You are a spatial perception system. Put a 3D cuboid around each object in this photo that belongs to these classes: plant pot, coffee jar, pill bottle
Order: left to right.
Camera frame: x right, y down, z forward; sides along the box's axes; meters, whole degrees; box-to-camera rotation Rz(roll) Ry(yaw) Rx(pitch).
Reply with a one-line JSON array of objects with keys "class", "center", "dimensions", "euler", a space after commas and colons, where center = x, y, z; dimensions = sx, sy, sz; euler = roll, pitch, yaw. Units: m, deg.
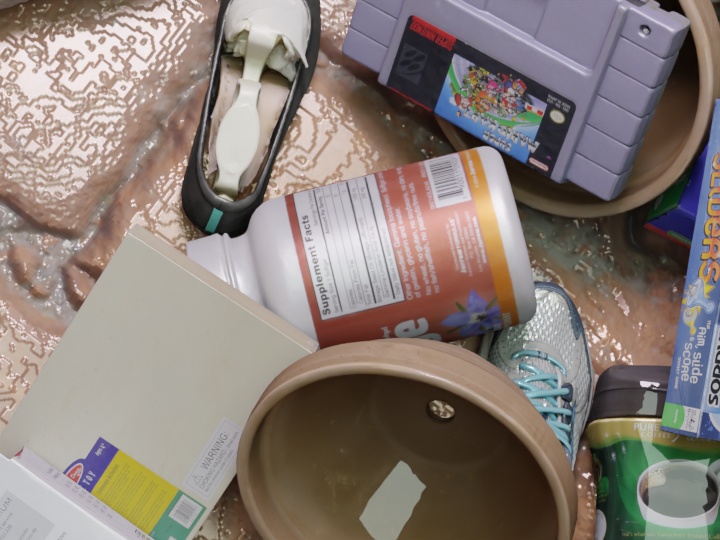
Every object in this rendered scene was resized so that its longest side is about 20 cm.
[{"class": "pill bottle", "center": [0.000, 0.000, 1.689], "dimensions": [0.199, 0.112, 0.112], "euler": [-14, 82, 1]}, {"class": "plant pot", "center": [0.035, 0.107, 1.620], "dimensions": [0.201, 0.201, 0.093], "euler": [28, 40, -3]}, {"class": "plant pot", "center": [0.143, -0.143, 1.725], "dimensions": [0.201, 0.201, 0.093], "euler": [50, 38, 3]}, {"class": "coffee jar", "center": [0.189, 0.158, 1.709], "dimensions": [0.104, 0.085, 0.201], "euler": [4, 79, -3]}]

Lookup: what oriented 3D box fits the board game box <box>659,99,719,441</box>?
[{"class": "board game box", "center": [0.254, 0.007, 1.670], "dimensions": [0.135, 0.034, 0.201], "euler": [9, 90, -38]}]

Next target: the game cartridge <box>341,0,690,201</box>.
[{"class": "game cartridge", "center": [0.089, -0.139, 1.674], "dimensions": [0.200, 0.038, 0.130], "euler": [30, 119, 18]}]

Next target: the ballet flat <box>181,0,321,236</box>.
[{"class": "ballet flat", "center": [-0.063, -0.118, 1.730], "dimensions": [0.068, 0.068, 0.201], "euler": [12, 77, -5]}]

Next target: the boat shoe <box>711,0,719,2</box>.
[{"class": "boat shoe", "center": [0.237, -0.200, 1.739], "dimensions": [0.071, 0.200, 0.070], "euler": [24, 82, -39]}]

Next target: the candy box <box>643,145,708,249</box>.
[{"class": "candy box", "center": [0.301, -0.084, 1.777], "dimensions": [0.169, 0.077, 0.200], "euler": [26, 76, -5]}]

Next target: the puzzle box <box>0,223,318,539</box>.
[{"class": "puzzle box", "center": [-0.132, 0.089, 1.654], "dimensions": [0.133, 0.025, 0.200], "euler": [34, 107, -2]}]

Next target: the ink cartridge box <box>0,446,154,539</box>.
[{"class": "ink cartridge box", "center": [-0.222, 0.209, 1.615], "dimensions": [0.175, 0.084, 0.200], "euler": [36, 89, -2]}]

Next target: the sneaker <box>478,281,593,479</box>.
[{"class": "sneaker", "center": [0.110, 0.103, 1.706], "dimensions": [0.077, 0.086, 0.201], "euler": [10, 78, -8]}]

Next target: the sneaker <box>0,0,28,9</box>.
[{"class": "sneaker", "center": [-0.175, -0.219, 1.727], "dimensions": [0.200, 0.078, 0.080], "euler": [-16, 88, -10]}]
